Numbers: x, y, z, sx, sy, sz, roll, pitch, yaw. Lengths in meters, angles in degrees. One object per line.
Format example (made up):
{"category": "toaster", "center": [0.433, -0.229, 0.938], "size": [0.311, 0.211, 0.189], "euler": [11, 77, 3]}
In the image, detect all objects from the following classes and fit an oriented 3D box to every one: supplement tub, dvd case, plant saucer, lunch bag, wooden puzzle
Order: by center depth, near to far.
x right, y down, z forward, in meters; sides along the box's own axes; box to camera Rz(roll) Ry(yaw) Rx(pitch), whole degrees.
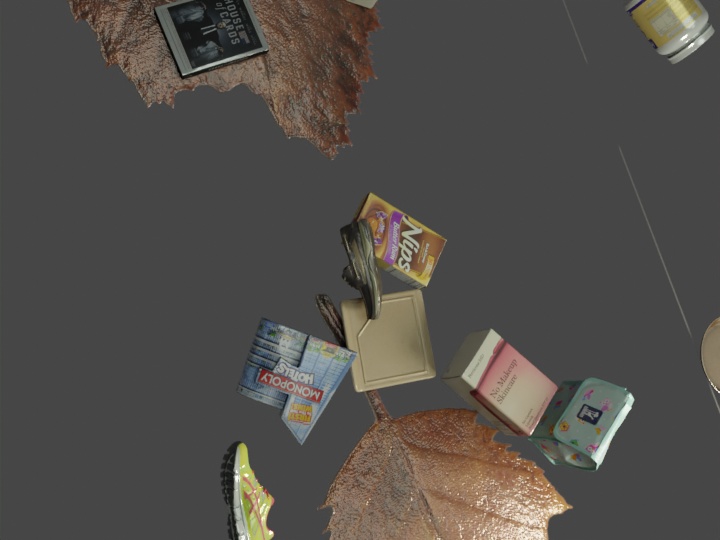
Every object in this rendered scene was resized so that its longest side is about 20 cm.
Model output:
{"category": "dvd case", "center": [-0.305, -0.494, 1.579], "size": [0.197, 0.025, 0.153], "euler": [-24, 89, -20]}
{"category": "wooden puzzle", "center": [0.056, 0.143, 1.589], "size": [0.196, 0.037, 0.189], "euler": [-7, 83, -24]}
{"category": "lunch bag", "center": [0.470, 0.322, 1.609], "size": [0.122, 0.200, 0.171], "euler": [42, 71, -8]}
{"category": "plant saucer", "center": [0.901, 0.211, 1.867], "size": [0.196, 0.032, 0.205], "euler": [3, 80, -18]}
{"category": "supplement tub", "center": [0.770, -0.636, 1.909], "size": [0.145, 0.145, 0.201], "euler": [-42, 95, -20]}

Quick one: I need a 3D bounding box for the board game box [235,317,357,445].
{"category": "board game box", "center": [-0.131, 0.220, 1.479], "size": [0.197, 0.062, 0.203], "euler": [20, 85, -10]}

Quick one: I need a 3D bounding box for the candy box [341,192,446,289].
{"category": "candy box", "center": [0.072, -0.061, 1.617], "size": [0.198, 0.056, 0.118], "euler": [30, 72, -13]}

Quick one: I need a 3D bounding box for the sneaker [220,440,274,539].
{"category": "sneaker", "center": [-0.207, 0.419, 1.433], "size": [0.089, 0.078, 0.204], "euler": [-5, 88, -28]}

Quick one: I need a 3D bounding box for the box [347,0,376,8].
{"category": "box", "center": [0.019, -0.697, 1.696], "size": [0.067, 0.082, 0.204], "euler": [11, 78, -18]}

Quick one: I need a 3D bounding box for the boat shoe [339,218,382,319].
{"category": "boat shoe", "center": [0.000, 0.000, 1.542], "size": [0.072, 0.074, 0.204], "euler": [-8, 93, 9]}

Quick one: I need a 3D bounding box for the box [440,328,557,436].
{"category": "box", "center": [0.291, 0.236, 1.611], "size": [0.199, 0.109, 0.129], "euler": [40, 71, -9]}
